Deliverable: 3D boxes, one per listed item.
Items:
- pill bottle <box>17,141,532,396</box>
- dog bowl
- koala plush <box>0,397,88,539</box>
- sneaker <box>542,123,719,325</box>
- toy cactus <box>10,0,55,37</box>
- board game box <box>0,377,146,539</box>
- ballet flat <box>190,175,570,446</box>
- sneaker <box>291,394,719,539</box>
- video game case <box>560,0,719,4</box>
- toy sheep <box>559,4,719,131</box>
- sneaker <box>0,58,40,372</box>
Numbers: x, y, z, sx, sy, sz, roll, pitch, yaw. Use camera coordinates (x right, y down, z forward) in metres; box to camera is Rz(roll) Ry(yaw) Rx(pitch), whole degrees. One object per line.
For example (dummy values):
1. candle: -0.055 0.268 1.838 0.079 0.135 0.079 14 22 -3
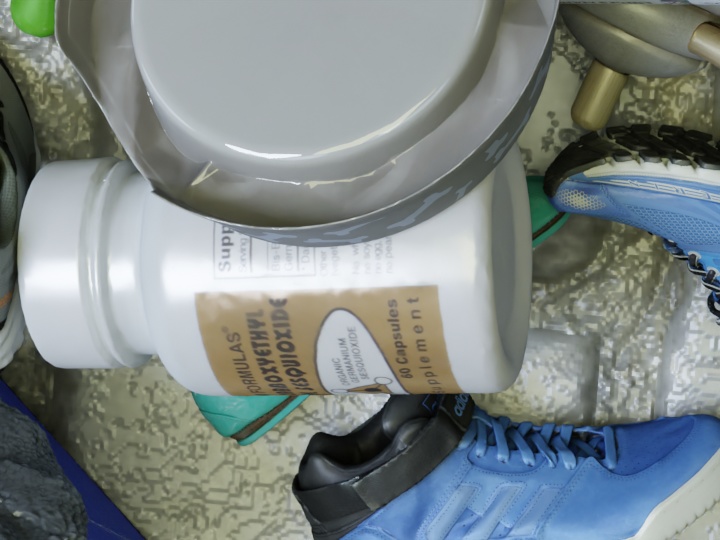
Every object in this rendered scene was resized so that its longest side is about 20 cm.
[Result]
1. pill bottle: -0.034 -0.005 0.885 0.199 0.114 0.115 -1 97 14
2. dog bowl: -0.015 -0.100 0.820 0.199 0.059 0.201 -5 69 12
3. koala plush: -0.213 0.158 0.872 0.177 0.184 0.200 31 119 9
4. sneaker: 0.173 -0.004 0.936 0.199 0.079 0.089 17 104 -8
5. toy cactus: -0.103 -0.181 0.892 0.200 0.165 0.103 -31 67 28
6. board game box: -0.221 0.152 0.983 0.200 0.097 0.160 -41 92 8
7. ballet flat: 0.000 0.000 0.960 0.200 0.067 0.070 -35 103 9
8. sneaker: 0.065 0.084 0.961 0.199 0.077 0.112 -23 104 13
9. video game case: 0.100 -0.206 0.846 0.181 0.023 0.201 4 88 25
10. toy sheep: 0.142 -0.148 0.904 0.138 0.138 0.201 27 103 1
11. sneaker: -0.171 -0.044 0.921 0.074 0.201 0.080 3 133 -15
